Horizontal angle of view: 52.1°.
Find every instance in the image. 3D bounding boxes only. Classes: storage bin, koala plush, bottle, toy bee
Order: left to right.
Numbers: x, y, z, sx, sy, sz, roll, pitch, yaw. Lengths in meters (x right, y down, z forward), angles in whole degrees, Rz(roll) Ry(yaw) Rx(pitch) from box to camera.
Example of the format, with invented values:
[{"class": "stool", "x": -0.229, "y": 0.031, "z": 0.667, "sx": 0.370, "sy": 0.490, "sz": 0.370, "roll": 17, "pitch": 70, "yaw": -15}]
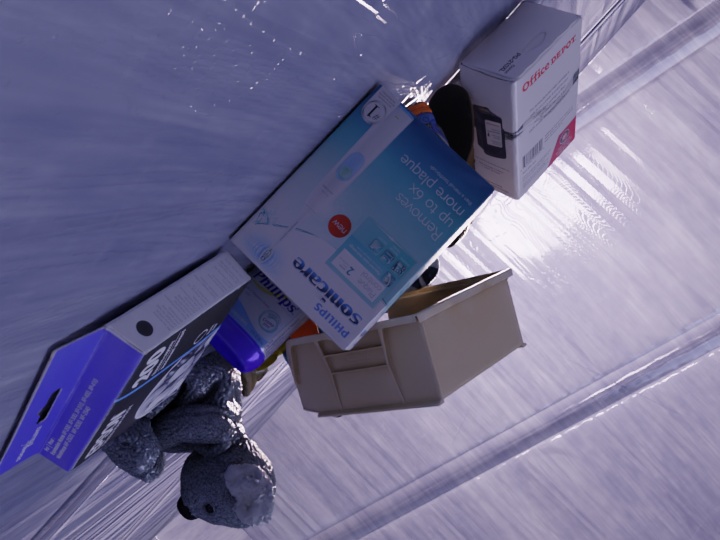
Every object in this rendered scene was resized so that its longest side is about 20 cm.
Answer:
[{"class": "koala plush", "x": -0.174, "y": 0.220, "z": 0.876, "sx": 0.184, "sy": 0.200, "sz": 0.177, "roll": -39, "pitch": 172, "yaw": -22}, {"class": "bottle", "x": -0.083, "y": 0.021, "z": 0.825, "sx": 0.200, "sy": 0.084, "sz": 0.065, "roll": -43, "pitch": 173, "yaw": -24}, {"class": "toy bee", "x": -0.080, "y": 0.099, "z": 0.943, "sx": 0.130, "sy": 0.109, "sz": 0.201, "roll": -18, "pitch": 133, "yaw": -28}, {"class": "storage bin", "x": 0.052, "y": 0.081, "z": 0.831, "sx": 0.198, "sy": 0.094, "sz": 0.200, "roll": -14, "pitch": -175, "yaw": 40}]

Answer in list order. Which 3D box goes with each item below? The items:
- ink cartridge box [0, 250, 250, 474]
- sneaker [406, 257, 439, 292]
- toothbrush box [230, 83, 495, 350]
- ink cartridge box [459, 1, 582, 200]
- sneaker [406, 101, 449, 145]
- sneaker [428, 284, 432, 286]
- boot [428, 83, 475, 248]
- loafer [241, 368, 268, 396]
[{"class": "ink cartridge box", "x": -0.203, "y": 0.091, "z": 0.639, "sx": 0.198, "sy": 0.043, "sz": 0.200, "roll": -51, "pitch": 172, "yaw": 36}, {"class": "sneaker", "x": 0.000, "y": 0.000, "z": 0.951, "sx": 0.198, "sy": 0.080, "sz": 0.130, "roll": -12, "pitch": 178, "yaw": 3}, {"class": "toothbrush box", "x": 0.003, "y": -0.045, "z": 0.692, "sx": 0.200, "sy": 0.146, "sz": 0.085, "roll": -45, "pitch": 174, "yaw": -2}, {"class": "ink cartridge box", "x": 0.208, "y": -0.216, "z": 0.948, "sx": 0.145, "sy": 0.084, "sz": 0.200, "roll": -46, "pitch": 146, "yaw": -21}, {"class": "sneaker", "x": 0.060, "y": -0.095, "z": 0.862, "sx": 0.075, "sy": 0.079, "sz": 0.200, "roll": -23, "pitch": 147, "yaw": -19}, {"class": "sneaker", "x": 0.012, "y": 0.050, "z": 1.117, "sx": 0.202, "sy": 0.077, "sz": 0.146, "roll": 13, "pitch": 133, "yaw": -44}, {"class": "boot", "x": 0.117, "y": -0.135, "z": 0.935, "sx": 0.075, "sy": 0.073, "sz": 0.201, "roll": -28, "pitch": 123, "yaw": -55}, {"class": "loafer", "x": -0.154, "y": 0.118, "z": 1.011, "sx": 0.067, "sy": 0.076, "sz": 0.200, "roll": -38, "pitch": 172, "yaw": -20}]
